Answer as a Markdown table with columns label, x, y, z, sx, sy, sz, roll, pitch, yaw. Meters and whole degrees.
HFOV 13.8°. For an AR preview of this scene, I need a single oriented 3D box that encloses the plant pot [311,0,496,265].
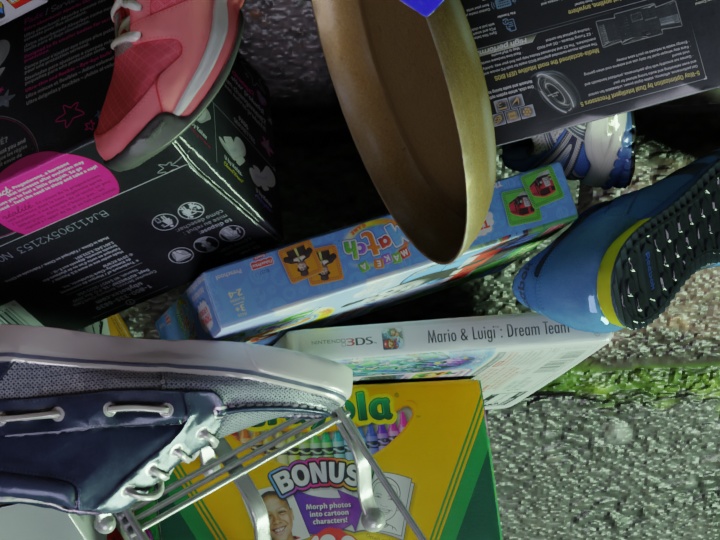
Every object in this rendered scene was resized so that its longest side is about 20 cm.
| label | x | y | z | sx | sy | sz | roll | pitch | yaw |
| --- | --- | --- | --- | --- | --- | --- | --- | --- | --- |
| plant pot | 0.022 | -0.101 | 1.436 | 0.027 | 0.200 | 0.200 | -18 | 143 | -14 |

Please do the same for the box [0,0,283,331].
| label | x | y | z | sx | sy | sz | roll | pitch | yaw |
| --- | --- | --- | --- | --- | --- | --- | --- | --- | --- |
| box | -0.158 | -0.052 | 1.533 | 0.200 | 0.115 | 0.132 | -22 | 140 | 20 |

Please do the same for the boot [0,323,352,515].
| label | x | y | z | sx | sy | sz | roll | pitch | yaw |
| --- | --- | --- | --- | --- | --- | --- | --- | --- | --- |
| boot | -0.104 | 0.082 | 1.512 | 0.199 | 0.091 | 0.073 | 5 | 169 | -11 |

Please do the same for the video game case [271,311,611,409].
| label | x | y | z | sx | sy | sz | roll | pitch | yaw |
| --- | --- | --- | --- | --- | --- | --- | --- | --- | --- |
| video game case | 0.026 | 0.057 | 1.677 | 0.181 | 0.024 | 0.200 | -4 | 168 | -15 |

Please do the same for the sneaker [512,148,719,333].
| label | x | y | z | sx | sy | sz | roll | pitch | yaw |
| --- | --- | --- | --- | --- | --- | --- | --- | --- | --- |
| sneaker | 0.156 | -0.022 | 1.597 | 0.078 | 0.200 | 0.066 | 3 | 112 | 39 |

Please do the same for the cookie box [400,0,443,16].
| label | x | y | z | sx | sy | sz | roll | pitch | yaw |
| --- | --- | --- | --- | --- | --- | --- | --- | --- | --- |
| cookie box | -0.006 | -0.230 | 1.236 | 0.171 | 0.200 | 0.075 | 32 | 131 | -17 |

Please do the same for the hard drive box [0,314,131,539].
| label | x | y | z | sx | sy | sz | roll | pitch | yaw |
| --- | --- | --- | --- | --- | --- | --- | --- | --- | --- |
| hard drive box | -0.176 | 0.092 | 1.639 | 0.077 | 0.200 | 0.156 | -13 | 141 | 10 |

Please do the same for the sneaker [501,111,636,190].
| label | x | y | z | sx | sy | sz | roll | pitch | yaw |
| --- | --- | --- | --- | --- | --- | --- | --- | --- | --- |
| sneaker | 0.099 | -0.111 | 1.522 | 0.085 | 0.077 | 0.200 | 0 | 140 | 4 |

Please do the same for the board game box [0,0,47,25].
| label | x | y | z | sx | sy | sz | roll | pitch | yaw |
| --- | --- | --- | --- | --- | --- | --- | --- | --- | --- |
| board game box | -0.271 | -0.139 | 1.475 | 0.200 | 0.035 | 0.126 | -24 | 137 | 22 |

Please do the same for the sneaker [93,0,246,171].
| label | x | y | z | sx | sy | sz | roll | pitch | yaw |
| --- | --- | --- | --- | --- | --- | --- | --- | --- | --- |
| sneaker | -0.094 | -0.144 | 1.393 | 0.087 | 0.201 | 0.074 | 27 | 166 | -20 |

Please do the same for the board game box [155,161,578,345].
| label | x | y | z | sx | sy | sz | roll | pitch | yaw |
| --- | --- | --- | --- | --- | --- | --- | --- | --- | --- |
| board game box | 0.000 | 0.000 | 1.576 | 0.199 | 0.037 | 0.151 | -17 | 174 | -15 |

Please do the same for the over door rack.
| label | x | y | z | sx | sy | sz | roll | pitch | yaw |
| --- | --- | --- | --- | --- | --- | --- | --- | --- | --- |
| over door rack | -0.027 | 0.169 | 1.536 | 0.148 | 0.200 | 0.067 | -28 | 156 | -24 |

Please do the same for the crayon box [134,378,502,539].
| label | x | y | z | sx | sy | sz | roll | pitch | yaw |
| --- | --- | --- | --- | --- | --- | --- | --- | --- | --- |
| crayon box | -0.027 | 0.126 | 1.627 | 0.199 | 0.119 | 0.058 | -2 | 167 | -21 |

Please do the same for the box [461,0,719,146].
| label | x | y | z | sx | sy | sz | roll | pitch | yaw |
| --- | --- | --- | --- | --- | --- | --- | --- | --- | --- |
| box | 0.128 | -0.159 | 1.415 | 0.199 | 0.044 | 0.161 | -15 | 100 | 12 |
